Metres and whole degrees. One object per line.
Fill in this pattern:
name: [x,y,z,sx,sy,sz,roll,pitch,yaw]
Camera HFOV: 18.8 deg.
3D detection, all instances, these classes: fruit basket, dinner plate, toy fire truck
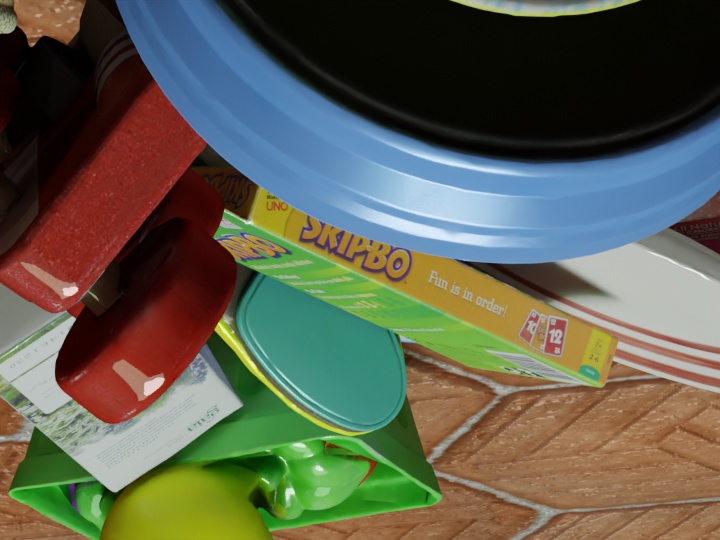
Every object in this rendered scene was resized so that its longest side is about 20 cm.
fruit basket: [-0.073,0.125,1.117,0.214,0.218,0.155,-11,155,22]
dinner plate: [0.096,0.004,0.844,0.199,0.024,0.200,24,170,5]
toy fire truck: [-0.069,-0.061,0.697,0.112,0.200,0.168,40,98,-16]

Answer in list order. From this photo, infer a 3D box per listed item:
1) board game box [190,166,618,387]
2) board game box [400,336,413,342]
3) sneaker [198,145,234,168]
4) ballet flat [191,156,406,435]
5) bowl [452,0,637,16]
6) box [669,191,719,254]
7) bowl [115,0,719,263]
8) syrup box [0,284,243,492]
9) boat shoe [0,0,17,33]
board game box: [0.000,0.000,0.865,0.199,0.030,0.095,22,171,-32]
board game box: [0.020,-0.020,0.993,0.150,0.037,0.200,6,157,-14]
sneaker: [0.030,-0.066,0.840,0.199,0.077,0.105,-4,172,36]
ballet flat: [-0.055,-0.008,0.926,0.200,0.067,0.067,45,168,-28]
bowl: [0.034,-0.173,0.519,0.199,0.201,0.108,16,-166,-36]
box: [0.215,-0.057,0.842,0.198,0.101,0.096,-7,157,14]
bowl: [0.030,-0.099,0.582,0.199,0.202,0.039,4,151,-13]
syrup box: [-0.126,0.025,0.991,0.078,0.082,0.200,-33,158,-1]
boat shoe: [-0.113,-0.096,0.599,0.200,0.076,0.071,-47,154,26]
